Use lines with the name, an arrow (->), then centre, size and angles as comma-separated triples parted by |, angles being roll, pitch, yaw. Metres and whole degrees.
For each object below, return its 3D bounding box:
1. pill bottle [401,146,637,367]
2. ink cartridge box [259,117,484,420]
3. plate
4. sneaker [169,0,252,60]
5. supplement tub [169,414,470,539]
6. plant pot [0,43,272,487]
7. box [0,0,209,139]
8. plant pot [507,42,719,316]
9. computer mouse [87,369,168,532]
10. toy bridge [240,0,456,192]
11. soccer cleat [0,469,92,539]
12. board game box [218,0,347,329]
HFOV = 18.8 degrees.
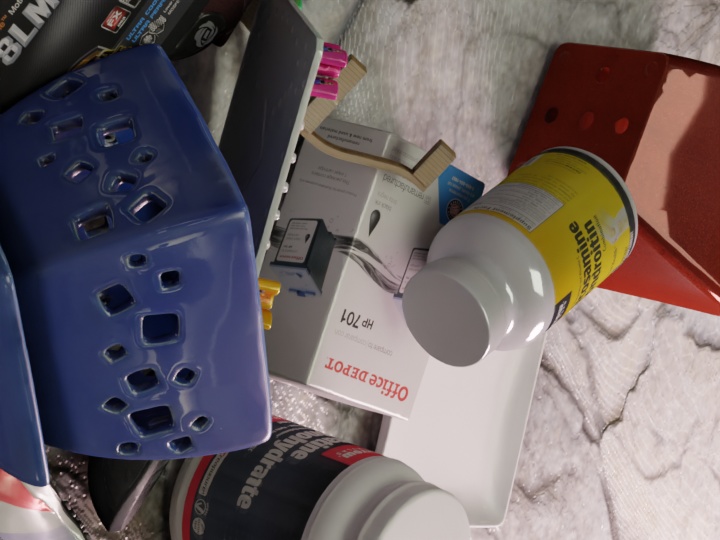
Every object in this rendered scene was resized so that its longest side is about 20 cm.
pill bottle -> 0.121, -0.008, 1.674 | 0.200, 0.111, 0.113 | -38, 129, -42
ink cartridge box -> 0.000, 0.000, 1.684 | 0.146, 0.085, 0.202 | 23, 83, -52
plate -> 0.077, 0.121, 1.860 | 0.199, 0.032, 0.201 | 6, 99, -51
sneaker -> -0.144, -0.200, 1.454 | 0.199, 0.076, 0.116 | 21, 101, -42
supplement tub -> -0.032, 0.194, 1.621 | 0.140, 0.199, 0.142 | -20, 118, -45
plant pot -> -0.172, 0.004, 1.360 | 0.179, 0.200, 0.201 | -16, 132, -15
box -> -0.185, -0.188, 1.353 | 0.200, 0.050, 0.198 | -50, 143, 14
plant pot -> 0.245, -0.094, 1.874 | 0.176, 0.199, 0.201 | 27, 82, -40
computer mouse -> -0.141, 0.090, 1.548 | 0.201, 0.053, 0.138 | -58, 179, 1
toy bridge -> -0.024, -0.127, 1.583 | 0.200, 0.027, 0.067 | 42, 100, -11
soccer cleat -> -0.228, 0.186, 1.502 | 0.073, 0.068, 0.201 | -32, 134, -10
board game box -> -0.063, -0.083, 1.481 | 0.026, 0.200, 0.201 | 12, 107, -16
